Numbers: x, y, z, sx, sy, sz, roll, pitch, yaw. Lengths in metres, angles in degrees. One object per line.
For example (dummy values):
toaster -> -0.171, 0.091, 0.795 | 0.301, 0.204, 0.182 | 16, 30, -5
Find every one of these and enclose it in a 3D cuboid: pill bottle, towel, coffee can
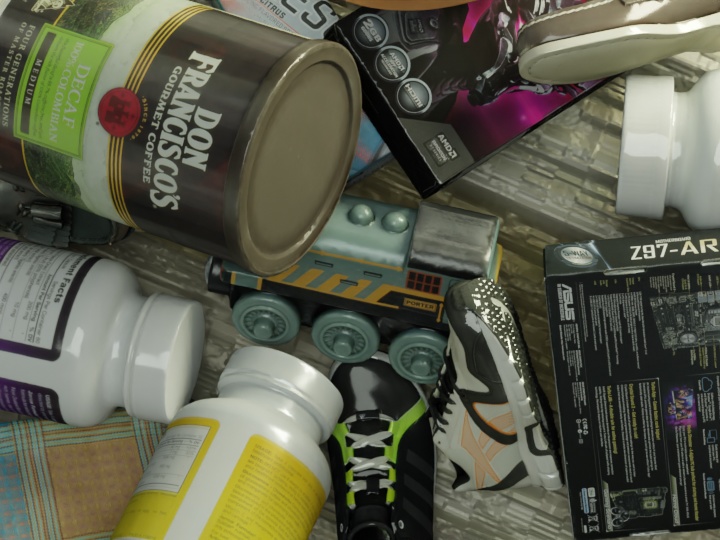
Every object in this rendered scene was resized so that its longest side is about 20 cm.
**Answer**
pill bottle -> -0.208, 0.040, 1.681 | 0.200, 0.111, 0.111 | 12, 92, 11
pill bottle -> -0.086, 0.152, 1.630 | 0.112, 0.112, 0.200 | 25, 63, 5
towel -> -0.187, 0.160, 1.674 | 0.200, 0.022, 0.147 | -8, 67, -19
coffee can -> -0.121, -0.095, 1.579 | 0.200, 0.146, 0.146 | 19, 92, 23
pill bottle -> 0.265, -0.072, 1.647 | 0.200, 0.110, 0.110 | 4, 91, 5

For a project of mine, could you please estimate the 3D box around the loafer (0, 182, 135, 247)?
loafer -> -0.243, -0.055, 1.694 | 0.200, 0.063, 0.072 | 22, 128, 20

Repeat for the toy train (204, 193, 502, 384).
toy train -> 0.000, 0.000, 1.665 | 0.200, 0.085, 0.114 | 13, 134, 3

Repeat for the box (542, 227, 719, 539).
box -> 0.204, 0.073, 1.644 | 0.160, 0.044, 0.200 | -6, 117, 6

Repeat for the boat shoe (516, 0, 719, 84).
boat shoe -> 0.182, -0.164, 1.623 | 0.200, 0.072, 0.060 | -14, 78, -21

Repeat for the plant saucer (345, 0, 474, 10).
plant saucer -> 0.054, -0.229, 1.646 | 0.200, 0.200, 0.032 | -12, 131, 5

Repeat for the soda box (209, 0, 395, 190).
soda box -> -0.044, -0.150, 1.692 | 0.064, 0.068, 0.200 | -32, 88, -4

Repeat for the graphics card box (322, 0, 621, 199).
graphics card box -> 0.090, -0.150, 1.659 | 0.200, 0.051, 0.125 | -32, 88, -16

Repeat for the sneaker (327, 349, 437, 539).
sneaker -> 0.017, 0.149, 1.685 | 0.072, 0.083, 0.200 | -8, 90, 5

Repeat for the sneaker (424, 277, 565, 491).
sneaker -> 0.075, 0.082, 1.634 | 0.080, 0.200, 0.074 | -11, 48, 8

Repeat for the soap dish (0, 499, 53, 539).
soap dish -> -0.262, 0.225, 1.693 | 0.200, 0.081, 0.157 | 37, 72, 3

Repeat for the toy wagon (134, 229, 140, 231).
toy wagon -> -0.146, -0.126, 1.691 | 0.155, 0.040, 0.200 | 4, 99, 26
